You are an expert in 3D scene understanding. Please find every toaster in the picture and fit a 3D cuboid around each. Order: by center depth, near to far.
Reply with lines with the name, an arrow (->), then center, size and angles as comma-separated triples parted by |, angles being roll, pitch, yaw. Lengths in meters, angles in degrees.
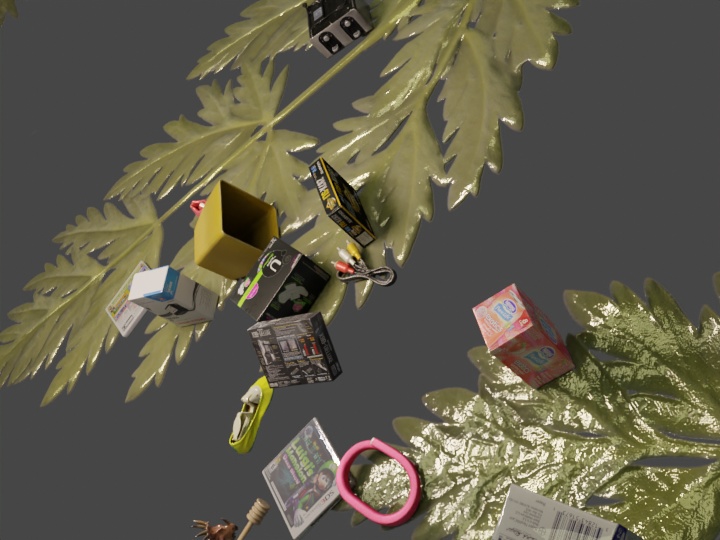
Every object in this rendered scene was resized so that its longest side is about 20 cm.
toaster -> -0.071, -0.778, 2.380 | 0.180, 0.118, 0.202 | -28, 49, 23

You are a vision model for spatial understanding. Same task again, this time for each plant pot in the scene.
plant pot -> -0.357, -0.091, 2.138 | 0.176, 0.199, 0.202 | -38, 44, 30

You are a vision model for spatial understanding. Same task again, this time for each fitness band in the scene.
fitness band -> 0.037, 0.426, 1.563 | 0.199, 0.037, 0.145 | 25, 79, 38

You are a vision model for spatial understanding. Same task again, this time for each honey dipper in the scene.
honey dipper -> -0.270, 0.602, 1.721 | 0.038, 0.038, 0.201 | 33, 88, 46

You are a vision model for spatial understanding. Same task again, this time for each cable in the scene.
cable -> 0.000, 0.000, 1.869 | 0.199, 0.050, 0.098 | 32, 87, 48

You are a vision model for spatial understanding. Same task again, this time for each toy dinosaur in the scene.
toy dinosaur -> -0.375, 0.623, 1.705 | 0.085, 0.199, 0.137 | 21, 108, 33

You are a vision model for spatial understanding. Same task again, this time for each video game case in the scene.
video game case -> -0.118, 0.455, 1.698 | 0.182, 0.023, 0.200 | -46, 44, 7
video game case -> -0.711, 0.088, 2.433 | 0.201, 0.022, 0.182 | -53, 44, 0

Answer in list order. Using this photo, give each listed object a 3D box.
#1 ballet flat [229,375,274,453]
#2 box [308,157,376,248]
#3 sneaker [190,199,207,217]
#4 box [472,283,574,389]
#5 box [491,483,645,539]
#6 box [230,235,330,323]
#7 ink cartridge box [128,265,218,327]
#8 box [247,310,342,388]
ballet flat -> -0.265, 0.340, 1.863 | 0.066, 0.067, 0.202 | 0, 64, 41
box -> -0.047, -0.172, 1.942 | 0.049, 0.159, 0.201 | -36, 45, 15
sneaker -> -0.444, -0.172, 2.328 | 0.199, 0.087, 0.074 | 10, 71, 43
box -> 0.303, 0.126, 1.426 | 0.094, 0.200, 0.103 | -32, 46, 19
box -> 0.334, 0.432, 1.203 | 0.183, 0.200, 0.106 | 11, 72, 43
box -> -0.203, 0.044, 1.961 | 0.148, 0.124, 0.201 | 29, 83, 47
ink cartridge box -> -0.518, 0.075, 2.150 | 0.144, 0.200, 0.085 | -13, 58, 33
box -> -0.155, 0.189, 1.809 | 0.198, 0.159, 0.050 | -13, 13, 34
